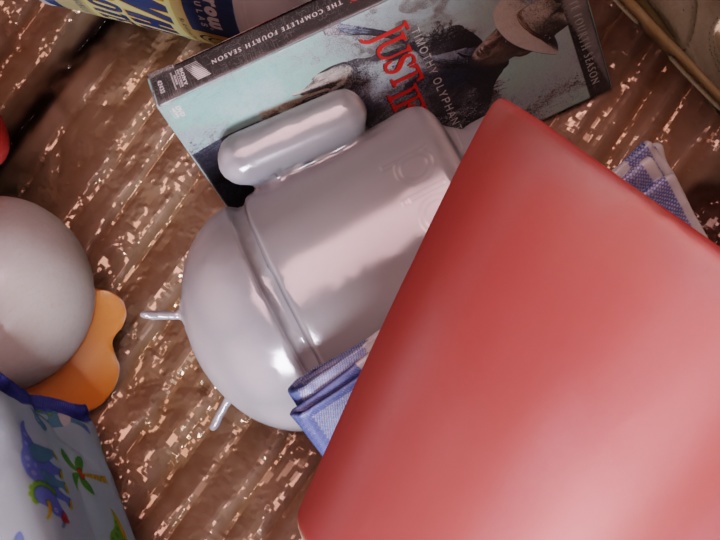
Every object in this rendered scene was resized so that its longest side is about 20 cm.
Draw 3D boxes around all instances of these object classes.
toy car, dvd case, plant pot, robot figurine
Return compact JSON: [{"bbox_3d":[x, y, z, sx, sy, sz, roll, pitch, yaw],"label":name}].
[{"bbox_3d":[-0.209,0.008,0.916,0.200,0.184,0.177,45,86,-7],"label":"toy car"},{"bbox_3d":[0.015,-0.089,0.882,0.198,0.146,0.022,-25,60,3],"label":"dvd case"},{"bbox_3d":[0.080,0.062,0.705,0.200,0.200,0.178,38,96,21],"label":"plant pot"},{"bbox_3d":[0.000,0.000,0.871,0.199,0.113,0.171,-29,103,2],"label":"robot figurine"}]

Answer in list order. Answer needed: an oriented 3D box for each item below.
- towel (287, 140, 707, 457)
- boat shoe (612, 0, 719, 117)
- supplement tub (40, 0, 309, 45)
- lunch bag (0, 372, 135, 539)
[{"bbox_3d":[0.080,0.050,0.837,0.199,0.147,0.024,-34,30,1],"label":"towel"},{"bbox_3d":[0.143,-0.142,0.855,0.073,0.063,0.201,-31,109,14],"label":"boat shoe"},{"bbox_3d":[-0.070,-0.186,0.934,0.198,0.144,0.146,15,76,18],"label":"supplement tub"},{"bbox_3d":[-0.203,0.168,0.865,0.199,0.127,0.171,-31,63,15],"label":"lunch bag"}]
